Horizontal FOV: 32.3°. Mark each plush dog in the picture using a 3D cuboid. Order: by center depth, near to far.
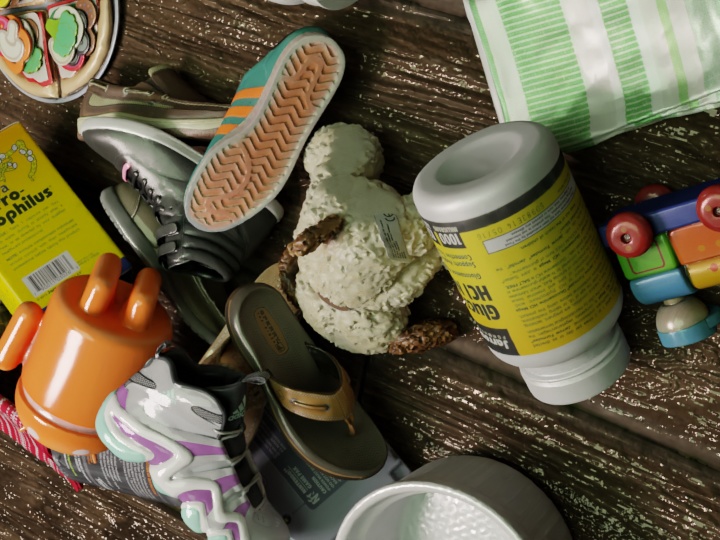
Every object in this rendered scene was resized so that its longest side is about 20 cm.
[{"bbox_3d":[0.000,0.000,1.043,0.200,0.160,0.172,30,139,25],"label":"plush dog"}]

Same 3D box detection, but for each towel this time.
[{"bbox_3d":[0.182,-0.174,0.941,0.200,0.023,0.153,-17,90,35],"label":"towel"},{"bbox_3d":[-0.384,0.156,1.333,0.200,0.022,0.145,31,157,20],"label":"towel"}]

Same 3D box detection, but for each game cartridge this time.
[{"bbox_3d":[-0.066,0.152,1.127,0.133,0.041,0.200,-38,75,-12],"label":"game cartridge"}]

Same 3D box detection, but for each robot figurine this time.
[{"bbox_3d":[-0.242,0.085,1.133,0.117,0.144,0.200,44,118,34],"label":"robot figurine"}]

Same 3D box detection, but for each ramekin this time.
[{"bbox_3d":[0.086,0.255,1.050,0.200,0.098,0.201,9,108,29],"label":"ramekin"}]

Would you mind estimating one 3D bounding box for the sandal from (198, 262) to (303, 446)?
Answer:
[{"bbox_3d":[-0.109,0.081,1.096,0.078,0.070,0.212,25,77,9],"label":"sandal"}]

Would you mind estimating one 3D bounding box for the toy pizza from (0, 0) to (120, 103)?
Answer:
[{"bbox_3d":[-0.322,-0.268,1.250,0.200,0.032,0.201,8,105,32],"label":"toy pizza"}]

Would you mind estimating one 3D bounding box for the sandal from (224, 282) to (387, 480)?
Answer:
[{"bbox_3d":[-0.041,0.093,1.065,0.055,0.082,0.200,-29,91,51],"label":"sandal"}]

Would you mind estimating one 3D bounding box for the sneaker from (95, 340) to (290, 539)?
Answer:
[{"bbox_3d":[-0.110,0.141,1.037,0.200,0.078,0.140,40,109,-6],"label":"sneaker"}]

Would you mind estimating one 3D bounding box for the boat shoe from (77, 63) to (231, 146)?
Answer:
[{"bbox_3d":[-0.185,-0.157,1.161,0.202,0.075,0.075,4,89,28],"label":"boat shoe"}]

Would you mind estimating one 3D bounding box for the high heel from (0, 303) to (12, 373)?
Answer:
[{"bbox_3d":[-0.425,0.080,1.329,0.200,0.142,0.071,-30,84,35],"label":"high heel"}]

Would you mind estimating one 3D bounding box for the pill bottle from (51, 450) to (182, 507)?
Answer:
[{"bbox_3d":[-0.200,0.173,1.223,0.200,0.106,0.106,7,104,32],"label":"pill bottle"}]

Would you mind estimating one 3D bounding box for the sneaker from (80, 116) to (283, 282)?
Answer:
[{"bbox_3d":[-0.178,-0.060,1.119,0.200,0.099,0.071,28,161,-2],"label":"sneaker"}]

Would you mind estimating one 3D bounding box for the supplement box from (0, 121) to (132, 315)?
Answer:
[{"bbox_3d":[-0.324,-0.027,1.236,0.200,0.109,0.109,50,159,14],"label":"supplement box"}]

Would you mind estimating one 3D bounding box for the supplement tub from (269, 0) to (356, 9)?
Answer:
[{"bbox_3d":[-0.083,-0.304,1.014,0.200,0.145,0.145,28,115,25],"label":"supplement tub"}]

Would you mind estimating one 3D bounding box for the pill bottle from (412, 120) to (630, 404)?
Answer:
[{"bbox_3d":[0.128,-0.001,0.932,0.112,0.112,0.200,-11,119,35],"label":"pill bottle"}]

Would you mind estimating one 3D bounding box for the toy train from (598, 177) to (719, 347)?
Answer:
[{"bbox_3d":[0.281,-0.018,0.880,0.200,0.085,0.116,-17,101,35],"label":"toy train"}]

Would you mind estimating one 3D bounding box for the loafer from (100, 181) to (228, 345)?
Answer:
[{"bbox_3d":[-0.164,-0.009,1.174,0.070,0.075,0.200,-36,95,-4],"label":"loafer"}]

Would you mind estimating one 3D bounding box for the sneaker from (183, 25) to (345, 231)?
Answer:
[{"bbox_3d":[-0.086,-0.123,1.080,0.071,0.080,0.200,34,100,-22],"label":"sneaker"}]
